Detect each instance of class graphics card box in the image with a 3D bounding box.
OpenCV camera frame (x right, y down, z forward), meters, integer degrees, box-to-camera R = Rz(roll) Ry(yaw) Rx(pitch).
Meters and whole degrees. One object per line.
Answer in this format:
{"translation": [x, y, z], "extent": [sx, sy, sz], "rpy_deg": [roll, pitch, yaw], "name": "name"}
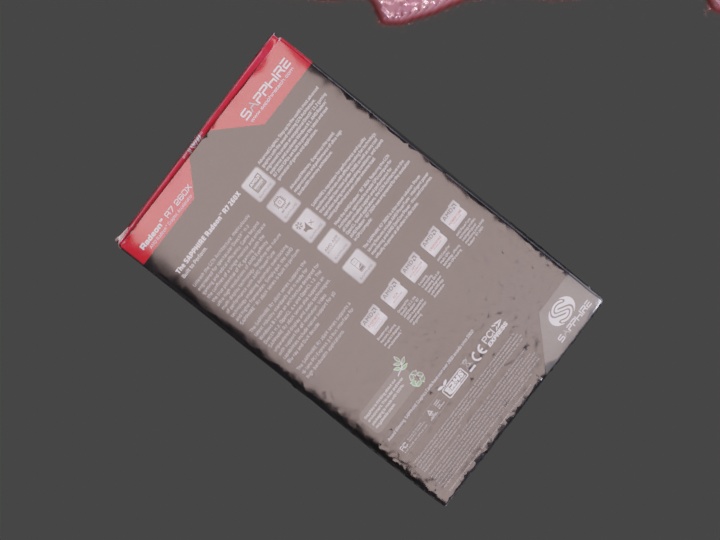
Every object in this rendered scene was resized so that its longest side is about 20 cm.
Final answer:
{"translation": [0.000, 0.000, 0.940], "extent": [0.199, 0.051, 0.126], "rpy_deg": [38, 89, -2], "name": "graphics card box"}
